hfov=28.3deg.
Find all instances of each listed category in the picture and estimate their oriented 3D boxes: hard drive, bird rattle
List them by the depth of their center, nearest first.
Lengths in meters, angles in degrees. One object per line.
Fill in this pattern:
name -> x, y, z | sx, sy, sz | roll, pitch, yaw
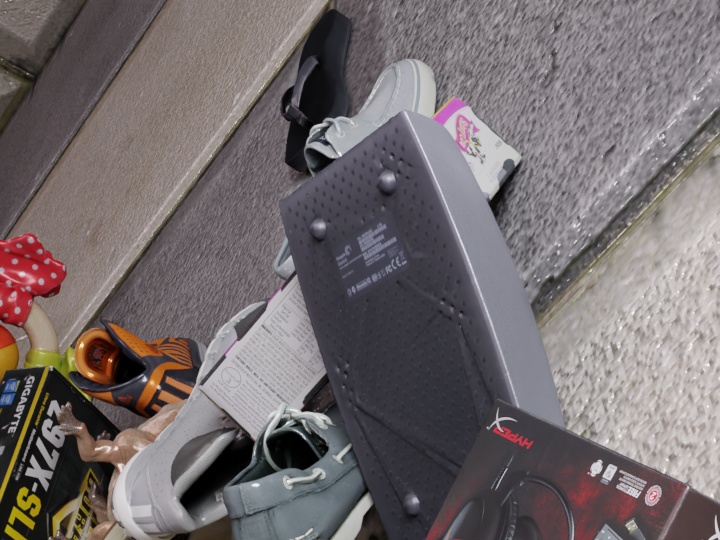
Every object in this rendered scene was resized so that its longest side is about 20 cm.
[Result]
hard drive -> 0.032, 0.034, 0.711 | 0.135, 0.042, 0.201 | -32, 74, 51
bird rattle -> -0.356, 0.070, 1.449 | 0.162, 0.201, 0.113 | -26, 18, -21

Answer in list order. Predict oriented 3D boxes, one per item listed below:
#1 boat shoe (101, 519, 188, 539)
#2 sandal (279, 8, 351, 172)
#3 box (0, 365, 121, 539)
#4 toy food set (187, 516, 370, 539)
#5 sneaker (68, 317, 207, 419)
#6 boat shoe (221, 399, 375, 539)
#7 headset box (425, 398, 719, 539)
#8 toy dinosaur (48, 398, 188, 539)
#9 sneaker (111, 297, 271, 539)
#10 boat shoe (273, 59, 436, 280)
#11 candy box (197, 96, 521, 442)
boat shoe -> -0.174, 0.258, 0.988 | 0.075, 0.074, 0.203 | 51, 123, 43
sandal -> -0.046, -0.157, 1.236 | 0.076, 0.043, 0.201 | -46, 26, 33
box -> -0.238, 0.198, 1.084 | 0.049, 0.160, 0.201 | -7, 51, 28
toy food set -> -0.077, 0.209, 0.845 | 0.200, 0.060, 0.144 | -14, 51, 61
sneaker -> -0.183, 0.075, 1.167 | 0.078, 0.112, 0.200 | -63, 22, -7
boat shoe -> -0.024, 0.101, 0.775 | 0.072, 0.062, 0.200 | -20, 12, 21
headset box -> 0.068, 0.168, 0.559 | 0.201, 0.075, 0.149 | -62, 22, -3
toy dinosaur -> -0.148, 0.166, 1.041 | 0.086, 0.135, 0.201 | -21, -58, -69
sneaker -> -0.069, 0.096, 0.930 | 0.115, 0.075, 0.200 | -13, 38, 54
boat shoe -> -0.006, -0.073, 1.009 | 0.070, 0.071, 0.202 | -18, 48, 59
candy box -> 0.000, 0.000, 0.861 | 0.200, 0.061, 0.136 | -48, 0, 28
